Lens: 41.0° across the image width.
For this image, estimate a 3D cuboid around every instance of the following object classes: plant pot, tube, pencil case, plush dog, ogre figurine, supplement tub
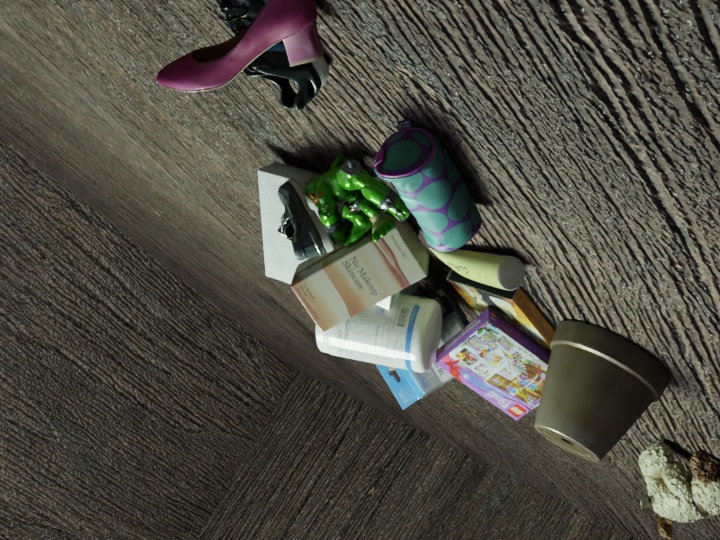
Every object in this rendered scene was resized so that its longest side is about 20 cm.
[{"bbox_3d":[0.374,0.207,1.567,0.199,0.174,0.200,29,168,7],"label":"plant pot"},{"bbox_3d":[0.181,-0.005,1.506,0.200,0.052,0.059,16,121,64],"label":"tube"},{"bbox_3d":[0.089,-0.104,1.257,0.092,0.086,0.200,5,154,29],"label":"pencil case"},{"bbox_3d":[0.657,0.431,1.874,0.199,0.162,0.171,35,140,-26],"label":"plush dog"},{"bbox_3d":[-0.015,-0.104,1.446,0.120,0.098,0.200,47,170,-16],"label":"ogre figurine"},{"bbox_3d":[0.035,0.100,1.701,0.198,0.133,0.132,10,160,20],"label":"supplement tub"}]

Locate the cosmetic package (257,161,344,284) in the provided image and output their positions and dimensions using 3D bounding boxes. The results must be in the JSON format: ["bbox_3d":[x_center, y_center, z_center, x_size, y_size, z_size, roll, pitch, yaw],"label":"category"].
[{"bbox_3d":[-0.097,-0.069,1.624,0.150,0.052,0.202,20,123,35],"label":"cosmetic package"}]

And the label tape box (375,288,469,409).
[{"bbox_3d":[0.114,0.148,1.775,0.145,0.199,0.063,57,-166,11],"label":"label tape box"}]

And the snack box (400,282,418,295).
[{"bbox_3d":[-0.015,-0.013,1.795,0.199,0.068,0.169,20,167,37],"label":"snack box"}]

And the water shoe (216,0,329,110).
[{"bbox_3d":[-0.116,-0.267,1.128,0.200,0.079,0.071,40,164,-34],"label":"water shoe"}]

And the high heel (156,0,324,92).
[{"bbox_3d":[-0.142,-0.260,1.060,0.198,0.068,0.096,-8,129,14],"label":"high heel"}]

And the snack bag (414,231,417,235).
[{"bbox_3d":[0.016,-0.077,1.672,0.187,0.022,0.200,29,167,10],"label":"snack bag"}]

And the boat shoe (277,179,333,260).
[{"bbox_3d":[-0.102,-0.078,1.486,0.200,0.061,0.073,54,170,53],"label":"boat shoe"}]

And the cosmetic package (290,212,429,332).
[{"bbox_3d":[0.000,0.000,1.534,0.104,0.199,0.087,54,-162,-17],"label":"cosmetic package"}]

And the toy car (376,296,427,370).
[{"bbox_3d":[0.064,0.080,1.943,0.201,0.177,0.184,56,-167,24],"label":"toy car"}]

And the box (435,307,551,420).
[{"bbox_3d":[0.249,0.166,1.681,0.199,0.039,0.137,36,124,-18],"label":"box"}]

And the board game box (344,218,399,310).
[{"bbox_3d":[-0.018,-0.028,1.645,0.199,0.035,0.127,24,125,25],"label":"board game box"}]

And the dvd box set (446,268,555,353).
[{"bbox_3d":[0.251,0.071,1.660,0.146,0.030,0.200,19,162,43],"label":"dvd box set"}]
